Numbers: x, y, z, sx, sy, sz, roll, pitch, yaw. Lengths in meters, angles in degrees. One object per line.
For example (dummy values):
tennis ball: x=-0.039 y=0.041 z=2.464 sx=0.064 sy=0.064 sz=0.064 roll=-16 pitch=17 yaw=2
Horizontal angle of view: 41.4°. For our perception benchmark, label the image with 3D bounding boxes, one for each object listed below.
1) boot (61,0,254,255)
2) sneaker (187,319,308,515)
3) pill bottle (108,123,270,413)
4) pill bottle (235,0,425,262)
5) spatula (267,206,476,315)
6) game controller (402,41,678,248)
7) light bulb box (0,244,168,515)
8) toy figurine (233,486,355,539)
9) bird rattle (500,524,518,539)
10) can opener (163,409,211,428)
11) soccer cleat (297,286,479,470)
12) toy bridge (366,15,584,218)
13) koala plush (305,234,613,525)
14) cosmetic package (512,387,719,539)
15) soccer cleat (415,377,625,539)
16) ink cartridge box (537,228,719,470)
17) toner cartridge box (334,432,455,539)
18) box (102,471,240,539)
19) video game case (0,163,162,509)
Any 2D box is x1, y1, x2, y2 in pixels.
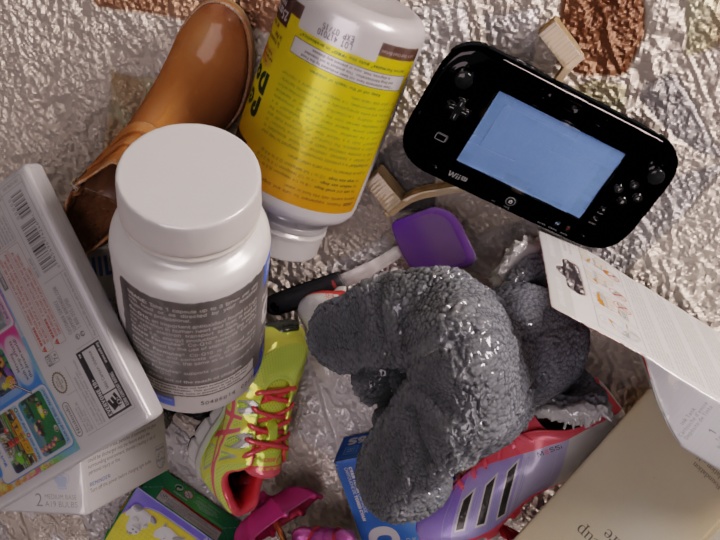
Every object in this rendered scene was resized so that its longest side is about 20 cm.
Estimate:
boot: x=-0.153 y=-0.105 z=0.724 sx=0.073 sy=0.155 sz=0.202 roll=28 pitch=115 yaw=2
sneaker: x=-0.085 y=0.130 z=0.824 sx=0.091 sy=0.077 sz=0.202 roll=54 pitch=133 yaw=39
pill bottle: x=-0.121 y=0.002 z=0.683 sx=0.112 sy=0.115 sz=0.202 roll=18 pitch=140 yaw=6
pill bottle: x=-0.034 y=-0.112 z=0.717 sx=0.108 sy=0.109 sz=0.203 roll=25 pitch=114 yaw=3
spatula: x=0.000 y=0.000 z=0.800 sx=0.197 sy=0.021 sz=0.057 roll=-22 pitch=108 yaw=21
game controller: x=0.131 y=-0.087 z=0.698 sx=0.197 sy=0.042 sz=0.105 roll=23 pitch=116 yaw=-13
light bulb box: x=-0.280 y=0.083 z=0.795 sx=0.194 sy=0.125 sz=0.204 roll=-3 pitch=94 yaw=19
toy figurine: x=-0.045 y=0.290 z=0.861 sx=0.197 sy=0.150 sz=0.188 roll=1 pitch=102 yaw=28
bird rattle: x=0.180 y=0.307 z=0.806 sx=0.110 sy=0.164 sz=0.203 roll=-7 pitch=119 yaw=-3
can opener: x=-0.222 y=0.089 z=0.877 sx=0.196 sy=0.080 sz=0.064 roll=14 pitch=150 yaw=12
soccer cleat: x=0.029 y=0.087 z=0.785 sx=0.198 sy=0.086 sz=0.069 roll=33 pitch=138 yaw=-3
toy bridge: x=0.092 y=-0.102 z=0.735 sx=0.199 sy=0.027 sz=0.067 roll=-39 pitch=99 yaw=22
koala plush: x=0.096 y=0.065 z=0.700 sx=0.184 sy=0.197 sz=0.180 roll=-40 pitch=65 yaw=52
cosmetic package: x=0.193 y=0.200 z=0.714 sx=0.201 sy=0.073 sz=0.103 roll=-49 pitch=60 yaw=2
soccer cleat: x=0.129 y=0.160 z=0.788 sx=0.197 sy=0.067 sz=0.077 roll=-26 pitch=107 yaw=3
ink cartridge box: x=0.205 y=0.059 z=0.685 sx=0.198 sy=0.161 sz=0.048 roll=29 pitch=112 yaw=-5
toner cartridge box: x=0.052 y=0.242 z=0.868 sx=0.093 sy=0.043 sz=0.203 roll=-14 pitch=106 yaw=17
box: x=-0.211 y=0.304 z=0.956 sx=0.116 sy=0.048 sz=0.201 roll=33 pitch=116 yaw=0
video game case: x=-0.258 y=0.055 z=0.702 sx=0.180 sy=0.024 sz=0.202 roll=-30 pitch=86 yaw=22
